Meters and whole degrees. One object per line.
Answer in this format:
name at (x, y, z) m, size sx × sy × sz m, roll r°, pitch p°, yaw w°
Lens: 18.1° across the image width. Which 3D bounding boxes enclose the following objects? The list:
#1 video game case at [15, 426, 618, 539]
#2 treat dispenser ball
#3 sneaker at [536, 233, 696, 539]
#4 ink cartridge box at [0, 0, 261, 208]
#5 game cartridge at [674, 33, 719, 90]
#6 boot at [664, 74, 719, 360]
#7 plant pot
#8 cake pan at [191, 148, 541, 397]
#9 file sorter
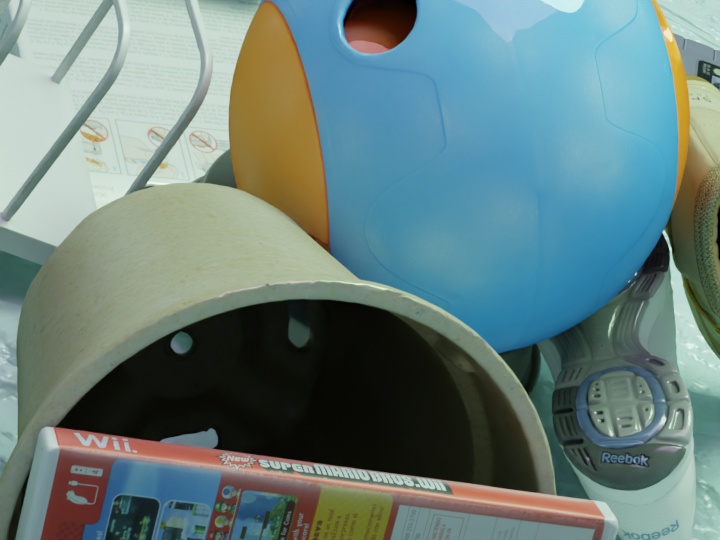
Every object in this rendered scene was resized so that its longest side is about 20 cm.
video game case at (-0.024, 0.132, 0.758) m, size 0.198 × 0.144 × 0.017 m, roll 9°, pitch 18°, yaw -18°
treat dispenser ball at (0.042, -0.064, 0.975) m, size 0.199 × 0.202 × 0.201 m, roll 15°, pitch 30°, yaw -9°
sneaker at (0.115, 0.052, 1.034) m, size 0.074 × 0.088 × 0.201 m, roll -10°, pitch 37°, yaw 10°
ink cartridge box at (-0.107, -0.081, 1.179) m, size 0.159 × 0.047 × 0.201 m, roll 4°, pitch 50°, yaw -27°
game cartridge at (0.191, -0.096, 1.376) m, size 0.128 × 0.039 × 0.200 m, roll 16°, pitch 30°, yaw 2°
boot at (0.196, 0.016, 1.045) m, size 0.072 × 0.201 × 0.156 m, roll -28°, pitch 21°, yaw 4°
plant pot at (-0.052, 0.061, 0.838) m, size 0.199 × 0.202 × 0.184 m, roll 8°, pitch 20°, yaw -20°
cake pan at (0.000, 0.000, 1.078) m, size 0.198 × 0.037 × 0.201 m, roll 16°, pitch 34°, yaw -11°
file sorter at (-0.179, -0.111, 0.993) m, size 0.199 × 0.125 × 0.139 m, roll 21°, pitch 33°, yaw -33°
